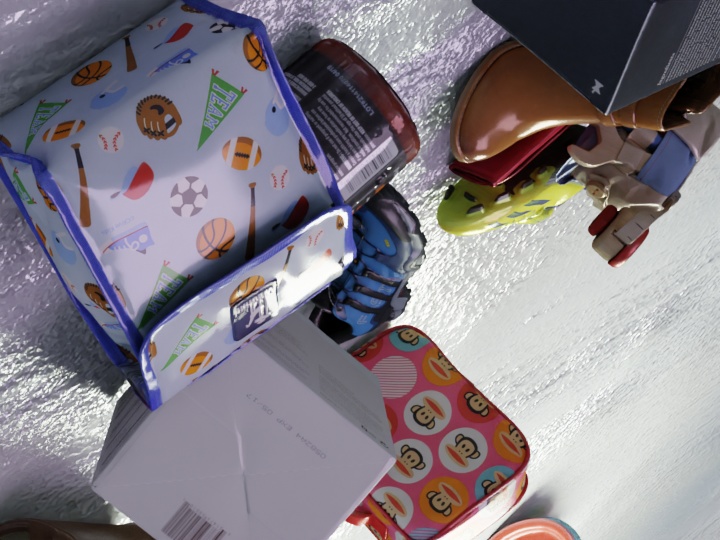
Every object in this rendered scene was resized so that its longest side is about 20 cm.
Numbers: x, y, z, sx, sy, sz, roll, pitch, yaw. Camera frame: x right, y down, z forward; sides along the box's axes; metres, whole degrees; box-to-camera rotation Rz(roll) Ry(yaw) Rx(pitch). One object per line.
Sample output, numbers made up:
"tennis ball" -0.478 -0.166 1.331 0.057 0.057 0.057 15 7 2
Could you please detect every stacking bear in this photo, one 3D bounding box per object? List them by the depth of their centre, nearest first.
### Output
"stacking bear" 0.253 0.391 2.407 0.114 0.122 0.200 -40 166 5

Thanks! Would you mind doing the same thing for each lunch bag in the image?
"lunch bag" -0.103 -0.034 1.072 0.169 0.124 0.201 -35 124 -17
"lunch bag" 0.037 0.163 1.587 0.176 0.200 0.082 -34 152 -17

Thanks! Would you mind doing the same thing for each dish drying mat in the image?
"dish drying mat" 0.166 -0.140 1.493 0.200 0.077 0.018 -42 118 -12

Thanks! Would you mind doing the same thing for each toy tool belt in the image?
"toy tool belt" 0.219 -0.103 1.521 0.200 0.123 0.125 -51 -179 -38

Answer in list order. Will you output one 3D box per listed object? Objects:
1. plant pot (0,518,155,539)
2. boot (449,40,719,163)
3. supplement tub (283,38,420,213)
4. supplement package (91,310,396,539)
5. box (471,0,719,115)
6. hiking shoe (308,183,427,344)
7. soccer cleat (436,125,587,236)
"plant pot" -0.211 0.284 1.401 0.201 0.200 0.198 -50 149 8
"boot" 0.182 -0.132 1.406 0.199 0.155 0.077 -35 135 -24
"supplement tub" -0.062 -0.058 1.204 0.200 0.107 0.107 -41 155 -9
"supplement package" -0.083 0.114 1.278 0.151 0.151 0.200 -49 -170 8
"box" 0.210 -0.226 1.332 0.199 0.148 0.108 -26 149 -37
"hiking shoe" 0.000 0.000 1.428 0.086 0.074 0.201 -36 154 -22
"soccer cleat" 0.145 -0.065 1.564 0.199 0.064 0.084 -31 135 -36
